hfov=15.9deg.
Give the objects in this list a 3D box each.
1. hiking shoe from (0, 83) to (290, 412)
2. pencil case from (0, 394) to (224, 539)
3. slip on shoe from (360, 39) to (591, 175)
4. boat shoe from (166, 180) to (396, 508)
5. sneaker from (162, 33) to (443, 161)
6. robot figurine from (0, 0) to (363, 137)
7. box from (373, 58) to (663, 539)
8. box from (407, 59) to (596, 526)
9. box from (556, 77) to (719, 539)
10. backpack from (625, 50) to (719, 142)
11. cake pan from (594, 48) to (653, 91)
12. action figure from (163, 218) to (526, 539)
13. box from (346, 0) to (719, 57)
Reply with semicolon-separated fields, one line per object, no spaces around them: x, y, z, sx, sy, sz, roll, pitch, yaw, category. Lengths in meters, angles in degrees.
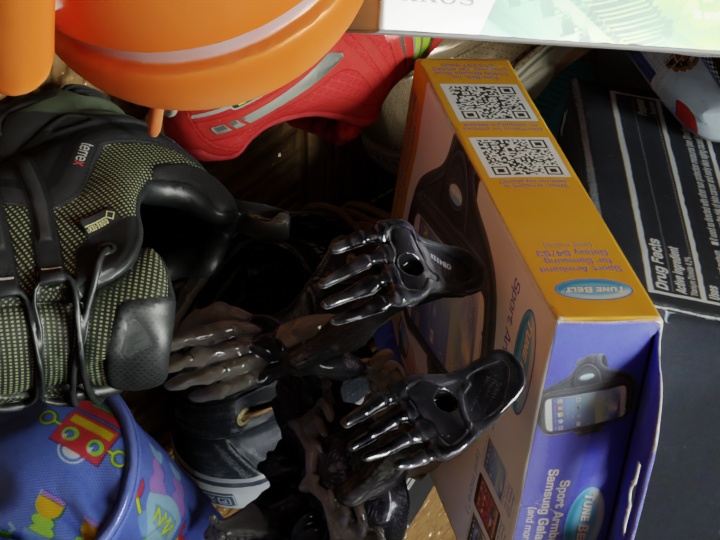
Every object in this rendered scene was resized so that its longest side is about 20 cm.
-0.109;0.008;0.782;0.200;0.101;0.076;-41;141;-42;hiking shoe
-0.086;0.113;0.927;0.200;0.078;0.087;61;41;-56;pencil case
0.065;-0.121;1.039;0.200;0.076;0.061;-45;134;-26;slip on shoe
0.000;0.000;0.999;0.200;0.071;0.091;-45;148;-29;boat shoe
-0.003;-0.090;0.935;0.200;0.077;0.085;-21;127;-41;sneaker
-0.060;-0.126;0.756;0.200;0.116;0.144;72;15;-51;robot figurine
0.050;0.025;0.864;0.041;0.200;0.119;1;121;-13;box
0.042;0.004;1.106;0.200;0.049;0.082;-57;151;-19;box
0.167;0.032;0.959;0.200;0.198;0.123;-87;-171;-64;box
0.166;-0.154;0.982;0.200;0.191;0.154;-15;159;-40;backpack
0.136;-0.066;1.145;0.200;0.037;0.201;-5;90;-76;cake pan
-0.019;0.060;0.859;0.102;0.119;0.200;-8;156;-21;action figure
0.068;-0.173;0.845;0.144;0.036;0.200;1;97;-26;box
